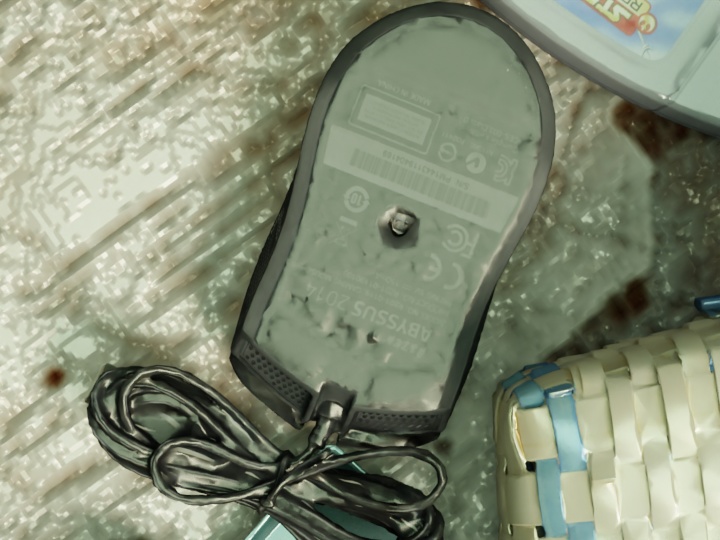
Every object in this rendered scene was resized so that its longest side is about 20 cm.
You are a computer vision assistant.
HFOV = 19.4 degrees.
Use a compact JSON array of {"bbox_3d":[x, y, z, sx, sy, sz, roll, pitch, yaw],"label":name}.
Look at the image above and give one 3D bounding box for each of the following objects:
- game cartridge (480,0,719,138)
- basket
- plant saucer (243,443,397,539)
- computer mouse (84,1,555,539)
[{"bbox_3d":[0.098,-0.142,0.768,0.199,0.042,0.134,36,84,-4],"label":"game cartridge"},{"bbox_3d":[0.146,0.086,0.721,0.198,0.139,0.178,-3,89,2],"label":"basket"},{"bbox_3d":[0.040,0.153,0.776,0.200,0.019,0.070,42,88,-5],"label":"plant saucer"},{"bbox_3d":[0.000,0.000,0.753,0.138,0.053,0.201,26,90,-1],"label":"computer mouse"}]
